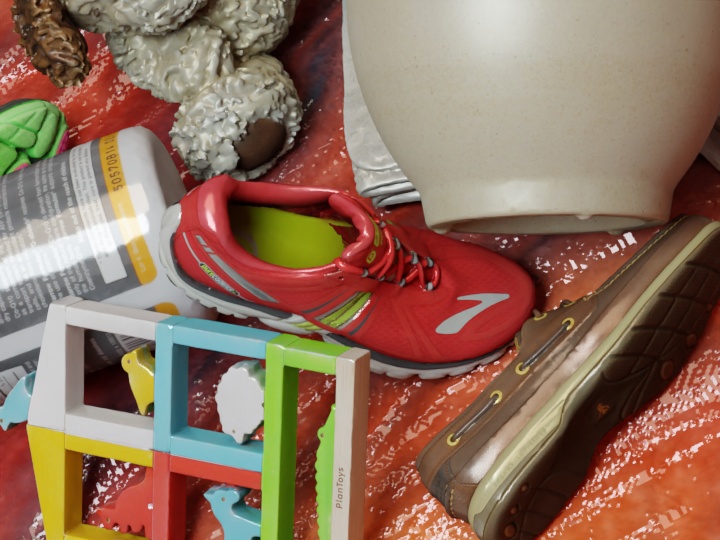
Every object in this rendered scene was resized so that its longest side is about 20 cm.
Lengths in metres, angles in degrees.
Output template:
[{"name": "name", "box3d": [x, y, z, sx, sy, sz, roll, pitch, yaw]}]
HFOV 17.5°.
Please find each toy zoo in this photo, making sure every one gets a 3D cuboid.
[{"name": "toy zoo", "box3d": [-0.091, 0.087, 1.153, 0.200, 0.131, 0.020, 9, 16, 24]}]

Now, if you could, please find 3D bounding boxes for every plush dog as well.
[{"name": "plush dog", "box3d": [-0.106, -0.170, 1.281, 0.160, 0.172, 0.200, 29, 92, 46]}]

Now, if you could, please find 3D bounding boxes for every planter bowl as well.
[{"name": "planter bowl", "box3d": [0.089, -0.086, 1.141, 0.200, 0.200, 0.135, -1, 86, 17]}]

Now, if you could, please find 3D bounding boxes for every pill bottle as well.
[{"name": "pill bottle", "box3d": [-0.184, 0.009, 1.230, 0.200, 0.116, 0.116, -20, 53, 4]}]

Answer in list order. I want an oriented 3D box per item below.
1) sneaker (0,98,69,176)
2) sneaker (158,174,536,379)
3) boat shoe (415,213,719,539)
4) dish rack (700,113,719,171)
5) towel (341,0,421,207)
[{"name": "sneaker", "box3d": [-0.255, -0.041, 1.314, 0.200, 0.077, 0.084, -34, 52, -10]}, {"name": "sneaker", "box3d": [0.000, 0.000, 1.157, 0.200, 0.085, 0.077, 11, 66, -17]}, {"name": "boat shoe", "box3d": [0.105, 0.043, 1.141, 0.068, 0.072, 0.200, 34, 75, 31]}, {"name": "dish rack", "box3d": [0.280, -0.101, 1.199, 0.200, 0.044, 0.172, -36, 53, -9]}, {"name": "towel", "box3d": [0.056, -0.126, 1.296, 0.132, 0.034, 0.200, -8, 56, 11]}]
